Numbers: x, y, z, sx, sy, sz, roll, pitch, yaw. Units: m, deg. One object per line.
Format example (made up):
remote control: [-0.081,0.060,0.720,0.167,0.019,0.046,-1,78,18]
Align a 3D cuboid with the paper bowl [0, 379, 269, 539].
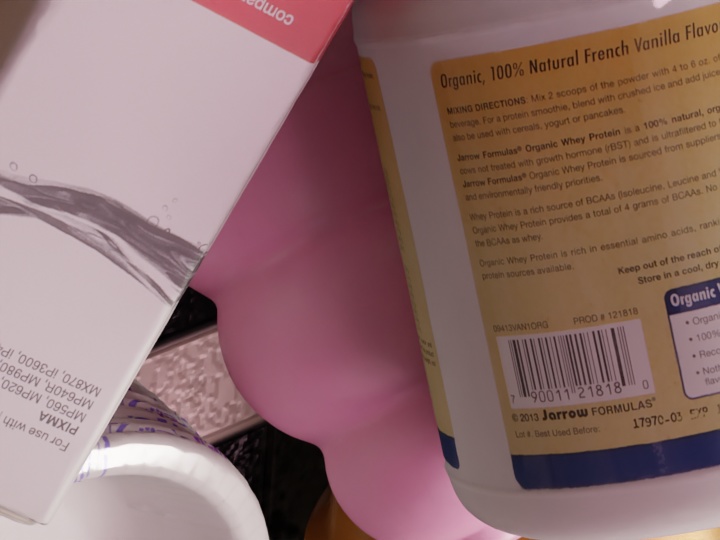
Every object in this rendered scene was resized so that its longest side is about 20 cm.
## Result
paper bowl: [-0.135,0.116,0.960,0.200,0.104,0.202,-26,134,-31]

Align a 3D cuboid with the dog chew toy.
dog chew toy: [0.000,0.000,0.935,0.124,0.201,0.125,-25,174,-3]

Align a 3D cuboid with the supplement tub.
supplement tub: [0.077,-0.036,0.827,0.144,0.144,0.201,-19,101,-36]

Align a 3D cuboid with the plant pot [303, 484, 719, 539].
plant pot: [0.069,0.061,1.069,0.200,0.200,0.184,-26,123,-30]

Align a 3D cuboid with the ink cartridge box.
ink cartridge box: [-0.091,-0.051,0.826,0.083,0.144,0.201,25,102,-27]
